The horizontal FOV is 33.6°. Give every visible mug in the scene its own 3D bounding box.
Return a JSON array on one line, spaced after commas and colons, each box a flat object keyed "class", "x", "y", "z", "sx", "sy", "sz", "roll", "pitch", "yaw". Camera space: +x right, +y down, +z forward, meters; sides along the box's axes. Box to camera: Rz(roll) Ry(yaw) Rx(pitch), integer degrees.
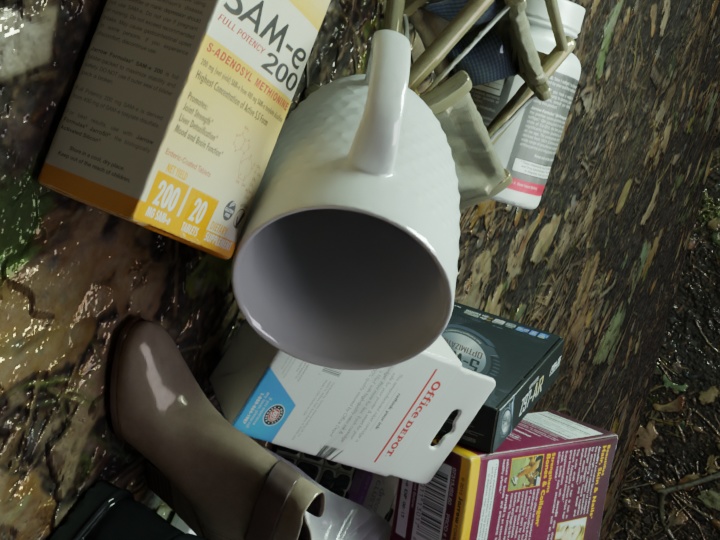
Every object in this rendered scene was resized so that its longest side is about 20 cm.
[{"class": "mug", "x": 0.002, "y": -0.065, "z": 0.801, "sx": 0.177, "sy": 0.145, "sz": 0.202, "roll": -80, "pitch": -177, "yaw": -45}]

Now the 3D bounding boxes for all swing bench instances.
[{"class": "swing bench", "x": 0.074, "y": -0.163, "z": 0.985, "sx": 0.202, "sy": 0.128, "sz": 0.199, "roll": -65, "pitch": 158, "yaw": -9}]

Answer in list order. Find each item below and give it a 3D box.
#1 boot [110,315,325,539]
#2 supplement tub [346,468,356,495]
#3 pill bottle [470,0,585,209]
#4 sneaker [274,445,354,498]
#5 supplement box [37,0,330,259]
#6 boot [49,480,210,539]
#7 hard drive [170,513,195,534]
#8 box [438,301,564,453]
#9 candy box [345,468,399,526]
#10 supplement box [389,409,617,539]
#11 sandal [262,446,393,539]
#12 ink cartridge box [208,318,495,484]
[{"class": "boot", "x": -0.092, "y": 0.131, "z": 0.828, "sx": 0.070, "sy": 0.145, "sz": 0.202, "roll": -49, "pitch": 150, "yaw": -35}, {"class": "supplement tub", "x": 0.028, "y": 0.238, "z": 1.229, "sx": 0.202, "sy": 0.121, "sz": 0.123, "roll": -66, "pitch": 157, "yaw": -9}, {"class": "pill bottle", "x": 0.154, "y": -0.172, "z": 1.183, "sx": 0.110, "sy": 0.110, "sz": 0.203, "roll": -4, "pitch": 113, "yaw": -66}, {"class": "sneaker", "x": -0.030, "y": 0.170, "z": 1.108, "sx": 0.201, "sy": 0.077, "sz": 0.080, "roll": -57, "pitch": 166, "yaw": -25}, {"class": "supplement box", "x": -0.094, "y": -0.120, "z": 0.704, "sx": 0.203, "sy": 0.073, "sz": 0.126, "roll": -69, "pitch": 158, "yaw": -1}, {"class": "boot", "x": -0.150, "y": 0.248, "z": 0.767, "sx": 0.201, "sy": 0.166, "sz": 0.077, "roll": -56, "pitch": 153, "yaw": -29}, {"class": "hard drive", "x": -0.158, "y": 0.300, "z": 0.978, "sx": 0.202, "sy": 0.026, "sz": 0.132, "roll": -66, "pitch": 158, "yaw": -10}, {"class": "box", "x": 0.063, "y": 0.079, "z": 1.069, "sx": 0.160, "sy": 0.198, "sz": 0.044, "roll": -33, "pitch": 135, "yaw": -54}, {"class": "candy box", "x": 0.087, "y": 0.219, "z": 1.149, "sx": 0.199, "sy": 0.071, "sz": 0.170, "roll": 28, "pitch": 81, "yaw": -35}, {"class": "supplement box", "x": 0.130, "y": 0.195, "z": 1.065, "sx": 0.198, "sy": 0.085, "sz": 0.112, "roll": 0, "pitch": 102, "yaw": -41}, {"class": "sandal", "x": -0.058, "y": 0.217, "z": 1.015, "sx": 0.206, "sy": 0.059, "sz": 0.080, "roll": 34, "pitch": 54, "yaw": -27}, {"class": "ink cartridge box", "x": -0.004, "y": 0.086, "z": 0.938, "sx": 0.198, "sy": 0.067, "sz": 0.117, "roll": 23, "pitch": 108, "yaw": -35}]
